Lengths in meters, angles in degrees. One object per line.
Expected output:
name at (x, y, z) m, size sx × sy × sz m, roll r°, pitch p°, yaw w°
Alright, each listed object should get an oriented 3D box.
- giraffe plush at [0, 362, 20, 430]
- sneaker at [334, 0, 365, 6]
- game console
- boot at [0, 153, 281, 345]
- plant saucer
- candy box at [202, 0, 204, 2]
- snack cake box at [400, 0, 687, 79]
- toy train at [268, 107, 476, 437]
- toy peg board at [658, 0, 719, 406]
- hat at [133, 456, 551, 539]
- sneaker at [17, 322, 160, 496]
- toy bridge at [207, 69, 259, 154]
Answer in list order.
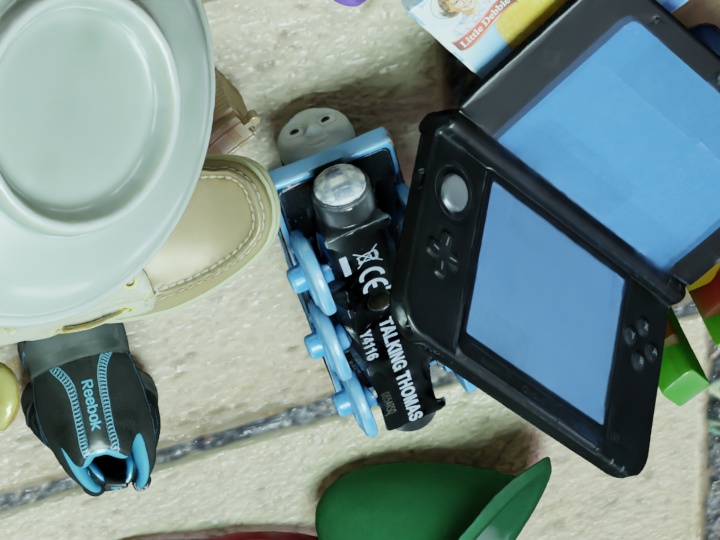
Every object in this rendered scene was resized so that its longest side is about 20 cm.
giraffe plush at (-0.248, 0.106, 1.413) m, size 0.171 × 0.200 × 0.163 m, roll 3°, pitch 103°, yaw -23°
sneaker at (0.049, -0.197, 1.259) m, size 0.200 × 0.084 × 0.081 m, roll -39°, pitch 174°, yaw 24°
game console at (0.128, -0.016, 1.365) m, size 0.116 × 0.177 × 0.200 m, roll -14°, pitch 144°, yaw 41°
boot at (-0.144, -0.004, 1.276) m, size 0.199 × 0.073 × 0.155 m, roll -16°, pitch 179°, yaw 12°
plant saucer at (-0.133, -0.072, 1.182) m, size 0.199 × 0.050 × 0.202 m, roll -9°, pitch 104°, yaw -39°
candy box at (-0.108, -0.176, 1.244) m, size 0.116 × 0.057 × 0.200 m, roll 16°, pitch 124°, yaw -34°
snack cake box at (0.119, -0.178, 1.335) m, size 0.200 × 0.067 × 0.115 m, roll -38°, pitch 137°, yaw 16°
toy train at (0.000, 0.000, 1.429) m, size 0.086 × 0.115 × 0.201 m, roll -24°, pitch 139°, yaw -4°
toy peg board at (0.178, -0.035, 1.488) m, size 0.200 × 0.098 × 0.199 m, roll -39°, pitch 136°, yaw 16°
hat at (-0.009, 0.133, 1.636) m, size 0.200 × 0.176 × 0.166 m, roll -32°, pitch 157°, yaw -55°
sneaker at (-0.142, 0.087, 1.447) m, size 0.073 × 0.082 × 0.200 m, roll -16°, pitch 162°, yaw -1°
toy bridge at (-0.132, -0.023, 1.382) m, size 0.199 × 0.067 × 0.027 m, roll -34°, pitch 137°, yaw 12°
